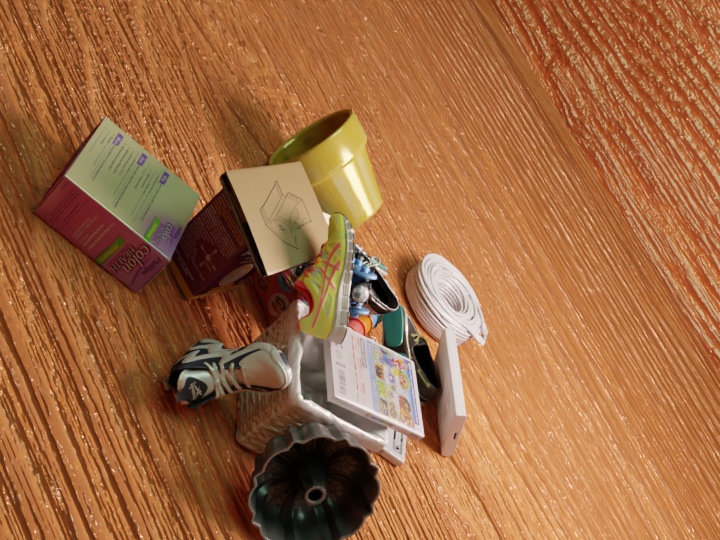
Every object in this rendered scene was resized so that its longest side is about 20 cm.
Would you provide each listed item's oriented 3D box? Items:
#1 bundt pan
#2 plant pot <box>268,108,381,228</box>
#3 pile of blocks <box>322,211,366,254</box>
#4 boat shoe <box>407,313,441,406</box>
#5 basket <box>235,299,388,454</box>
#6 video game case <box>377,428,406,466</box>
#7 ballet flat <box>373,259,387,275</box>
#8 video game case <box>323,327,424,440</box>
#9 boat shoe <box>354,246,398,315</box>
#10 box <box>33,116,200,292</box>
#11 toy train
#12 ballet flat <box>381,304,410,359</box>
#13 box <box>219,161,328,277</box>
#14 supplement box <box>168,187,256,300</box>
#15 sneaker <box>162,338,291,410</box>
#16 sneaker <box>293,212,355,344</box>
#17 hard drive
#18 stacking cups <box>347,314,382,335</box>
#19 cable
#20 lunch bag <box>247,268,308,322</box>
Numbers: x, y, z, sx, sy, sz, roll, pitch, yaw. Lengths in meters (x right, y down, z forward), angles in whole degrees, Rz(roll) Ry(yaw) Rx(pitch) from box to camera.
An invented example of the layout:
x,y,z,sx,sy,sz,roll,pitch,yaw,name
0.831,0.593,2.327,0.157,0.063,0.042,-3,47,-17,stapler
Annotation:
x,y,z,sx,sy,sz,roll,pitch,yaw,name
-0.074,0.309,1.463,0.201,0.203,0.076,35,10,-26,bundt pan
-0.054,-0.185,1.974,0.191,0.198,0.202,58,29,-19,plant pot
-0.014,-0.030,1.859,0.083,0.062,0.201,-53,127,-21,pile of blocks
0.111,0.163,1.960,0.071,0.060,0.204,18,46,-43,boat shoe
-0.076,0.196,1.583,0.198,0.160,0.201,30,38,-31,basket
0.017,0.229,1.809,0.181,0.022,0.202,38,35,-24,video game case
-0.036,-0.030,1.945,0.199,0.069,0.070,36,35,-26,ballet flat
0.020,0.172,1.569,0.198,0.018,0.145,29,39,-35,video game case
-0.001,0.002,1.788,0.074,0.067,0.201,-46,114,-31,boat shoe
-0.371,-0.103,1.545,0.199,0.096,0.177,40,33,-20,box
-0.044,0.018,1.659,0.112,0.089,0.200,12,7,-15,toy train
0.066,0.161,1.852,0.069,0.069,0.204,28,52,-34,ballet flat
-0.122,-0.083,1.544,0.199,0.021,0.166,-18,83,-58,box
-0.206,-0.053,1.617,0.130,0.199,0.104,-15,70,-55,supplement box
-0.204,0.160,1.448,0.129,0.196,0.081,-37,129,-47,sneaker
-0.056,0.007,1.521,0.088,0.078,0.204,6,74,-4,sneaker
0.168,0.232,1.915,0.026,0.133,0.203,3,47,-7,hard drive
0.008,0.089,1.864,0.061,0.060,0.200,52,21,-1,stacking cups
0.180,0.064,2.145,0.198,0.069,0.203,31,37,-31,cable
-0.114,0.016,1.785,0.175,0.082,0.202,-12,69,-57,lunch bag
